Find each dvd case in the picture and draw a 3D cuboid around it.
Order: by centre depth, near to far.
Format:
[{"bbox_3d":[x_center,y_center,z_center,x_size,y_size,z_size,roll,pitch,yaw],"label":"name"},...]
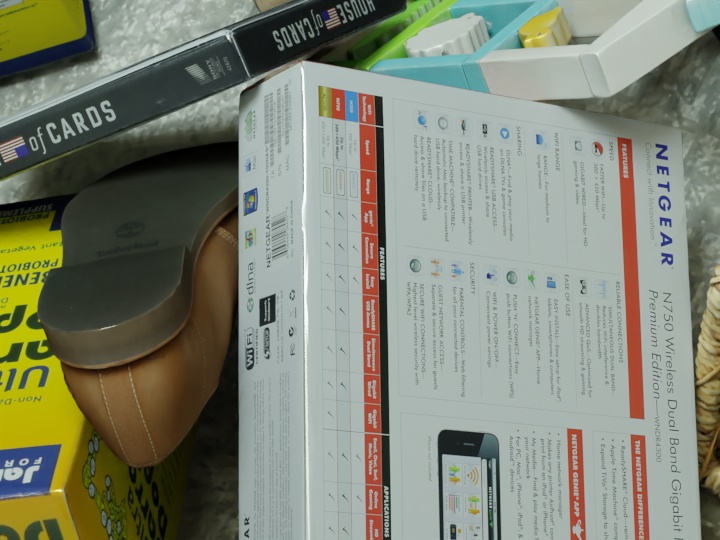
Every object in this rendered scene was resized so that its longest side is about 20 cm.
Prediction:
[{"bbox_3d":[-0.096,-0.070,1.032,0.199,0.150,0.025,-19,97,29],"label":"dvd case"}]

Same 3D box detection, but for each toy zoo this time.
[{"bbox_3d":[0.082,-0.105,1.029,0.199,0.021,0.131,0,30,44],"label":"toy zoo"}]

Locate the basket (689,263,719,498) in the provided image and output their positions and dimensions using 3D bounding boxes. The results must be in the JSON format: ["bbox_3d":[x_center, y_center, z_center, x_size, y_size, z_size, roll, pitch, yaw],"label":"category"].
[{"bbox_3d":[0.228,0.033,0.941,0.199,0.143,0.149,25,73,24],"label":"basket"}]

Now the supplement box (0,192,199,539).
[{"bbox_3d":[-0.135,0.069,0.992,0.108,0.110,0.201,-8,34,10],"label":"supplement box"}]

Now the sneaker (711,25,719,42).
[{"bbox_3d":[0.231,-0.098,1.041,0.200,0.072,0.083,36,77,26],"label":"sneaker"}]

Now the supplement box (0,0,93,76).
[{"bbox_3d":[-0.205,-0.175,1.108,0.109,0.200,0.109,-16,62,7],"label":"supplement box"}]

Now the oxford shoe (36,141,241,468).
[{"bbox_3d":[-0.074,0.007,0.951,0.071,0.072,0.200,-8,25,14],"label":"oxford shoe"}]

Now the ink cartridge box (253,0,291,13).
[{"bbox_3d":[0.028,-0.205,1.118,0.199,0.075,0.165,-20,45,6],"label":"ink cartridge box"}]

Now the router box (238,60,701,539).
[{"bbox_3d":[0.042,0.035,0.951,0.049,0.179,0.201,-21,65,55],"label":"router box"}]
